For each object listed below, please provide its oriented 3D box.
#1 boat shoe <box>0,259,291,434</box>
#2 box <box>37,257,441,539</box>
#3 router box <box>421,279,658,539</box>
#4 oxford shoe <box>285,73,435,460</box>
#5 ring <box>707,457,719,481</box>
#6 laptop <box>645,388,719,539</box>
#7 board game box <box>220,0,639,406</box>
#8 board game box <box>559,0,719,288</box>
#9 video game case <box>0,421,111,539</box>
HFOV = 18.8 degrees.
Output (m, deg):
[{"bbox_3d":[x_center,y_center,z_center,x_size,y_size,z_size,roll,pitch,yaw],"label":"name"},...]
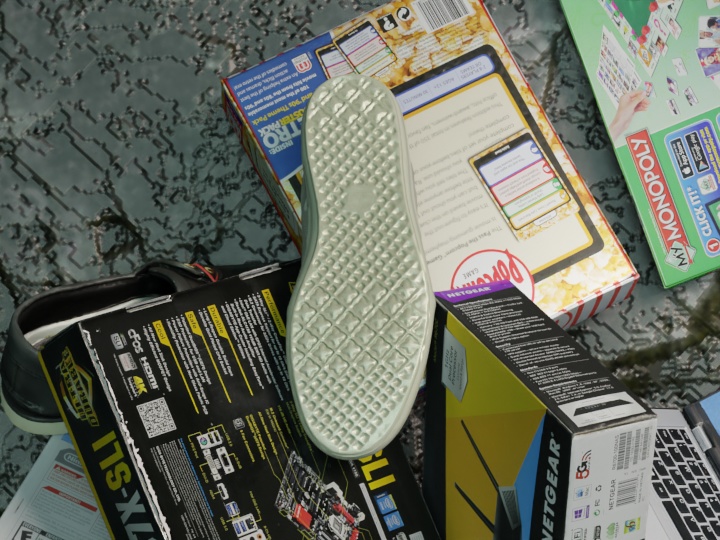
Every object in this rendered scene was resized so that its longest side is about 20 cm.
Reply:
[{"bbox_3d":[-0.093,0.031,1.152,0.200,0.063,0.074,-13,51,-25],"label":"boat shoe"},{"bbox_3d":[-0.052,0.104,1.080,0.159,0.049,0.201,-17,80,-42],"label":"box"},{"bbox_3d":[0.083,0.127,1.083,0.051,0.149,0.201,-10,119,-22],"label":"router box"},{"bbox_3d":[0.000,0.000,1.099,0.075,0.058,0.201,-2,69,2],"label":"oxford shoe"},{"bbox_3d":[0.228,0.198,1.179,0.199,0.019,0.202,0,84,3],"label":"ring"},{"bbox_3d":[0.228,0.119,1.112,0.116,0.199,0.188,-44,59,30],"label":"laptop"},{"bbox_3d":[0.035,-0.043,1.170,0.151,0.046,0.201,-25,76,-9],"label":"board game box"},{"bbox_3d":[0.194,-0.107,1.183,0.134,0.029,0.201,-21,84,20],"label":"board game box"},{"bbox_3d":[-0.092,0.108,1.141,0.142,0.018,0.200,23,47,5],"label":"video game case"}]
